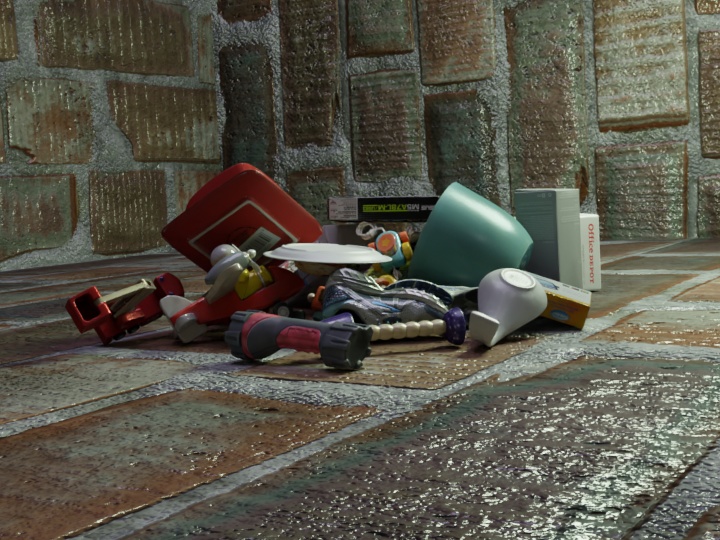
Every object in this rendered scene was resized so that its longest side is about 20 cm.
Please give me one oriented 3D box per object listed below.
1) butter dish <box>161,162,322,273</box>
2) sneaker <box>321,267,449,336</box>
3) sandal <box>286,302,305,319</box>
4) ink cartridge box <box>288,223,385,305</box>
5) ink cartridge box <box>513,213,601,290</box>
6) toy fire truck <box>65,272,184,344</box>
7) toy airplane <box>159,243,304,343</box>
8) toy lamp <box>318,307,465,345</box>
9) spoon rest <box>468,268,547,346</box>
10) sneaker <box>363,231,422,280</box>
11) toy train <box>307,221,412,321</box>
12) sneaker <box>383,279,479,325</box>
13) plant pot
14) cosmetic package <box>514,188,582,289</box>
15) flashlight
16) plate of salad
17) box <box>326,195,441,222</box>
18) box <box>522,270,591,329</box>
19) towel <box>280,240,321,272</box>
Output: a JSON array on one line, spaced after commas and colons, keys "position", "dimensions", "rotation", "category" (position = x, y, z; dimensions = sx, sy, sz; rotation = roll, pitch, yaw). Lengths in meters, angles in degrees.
[{"position": [-0.195, -0.096, 1.642], "dimensions": [0.199, 0.149, 0.199], "rotation": [-34, -47, 18], "category": "butter dish"}, {"position": [0.036, 0.071, 1.445], "dimensions": [0.198, 0.087, 0.078], "rotation": [15, -34, 10], "category": "sneaker"}, {"position": [-0.159, 0.065, 1.709], "dimensions": [0.075, 0.043, 0.200], "rotation": [-6, 5, -31], "category": "sandal"}, {"position": [-0.053, -0.011, 1.905], "dimensions": [0.147, 0.086, 0.200], "rotation": [-5, -21, -38], "category": "ink cartridge box"}, {"position": [0.350, -0.030, 1.914], "dimensions": [0.198, 0.147, 0.084], "rotation": [-5, 5, -19], "category": "ink cartridge box"}, {"position": [-0.345, 0.048, 1.510], "dimensions": [0.199, 0.049, 0.141], "rotation": [-28, -13, -33], "category": "toy fire truck"}, {"position": [-0.210, 0.031, 1.539], "dimensions": [0.199, 0.142, 0.199], "rotation": [-20, -14, 27], "category": "toy airplane"}, {"position": [0.037, 0.080, 1.338], "dimensions": [0.198, 0.059, 0.058], "rotation": [-2, 4, -16], "category": "toy lamp"}, {"position": [0.193, 0.051, 1.383], "dimensions": [0.099, 0.061, 0.200], "rotation": [25, 28, 17], "category": "spoon rest"}, {"position": [0.040, 0.003, 1.703], "dimensions": [0.075, 0.077, 0.200], "rotation": [32, 56, 21], "category": "sneaker"}, {"position": [0.000, 0.000, 1.647], "dimensions": [0.149, 0.201, 0.056], "rotation": [18, -22, 26], "category": "toy train"}, {"position": [0.120, 0.056, 1.543], "dimensions": [0.198, 0.078, 0.085], "rotation": [6, -1, -9], "category": "sneaker"}, {"position": [0.191, -0.022, 1.678], "dimensions": [0.160, 0.202, 0.200], "rotation": [25, 12, 14], "category": "plant pot"}, {"position": [0.329, -0.041, 1.761], "dimensions": [0.090, 0.202, 0.106], "rotation": [3, 4, 35], "category": "cosmetic package"}, {"position": [-0.081, 0.091, 1.276], "dimensions": [0.199, 0.068, 0.068], "rotation": [7, 5, 39], "category": "flashlight"}, {"position": [-0.050, -0.012, 1.551], "dimensions": [0.198, 0.049, 0.200], "rotation": [2, 6, 0], "category": "plate of salad"}, {"position": [0.051, -0.107, 1.797], "dimensions": [0.198, 0.048, 0.193], "rotation": [0, -1, 7], "category": "box"}, {"position": [0.292, 0.041, 1.551], "dimensions": [0.118, 0.042, 0.200], "rotation": [18, 7, 12], "category": "box"}, {"position": [-0.159, 0.019, 1.756], "dimensions": [0.146, 0.030, 0.200], "rotation": [-28, 7, 33], "category": "towel"}]
